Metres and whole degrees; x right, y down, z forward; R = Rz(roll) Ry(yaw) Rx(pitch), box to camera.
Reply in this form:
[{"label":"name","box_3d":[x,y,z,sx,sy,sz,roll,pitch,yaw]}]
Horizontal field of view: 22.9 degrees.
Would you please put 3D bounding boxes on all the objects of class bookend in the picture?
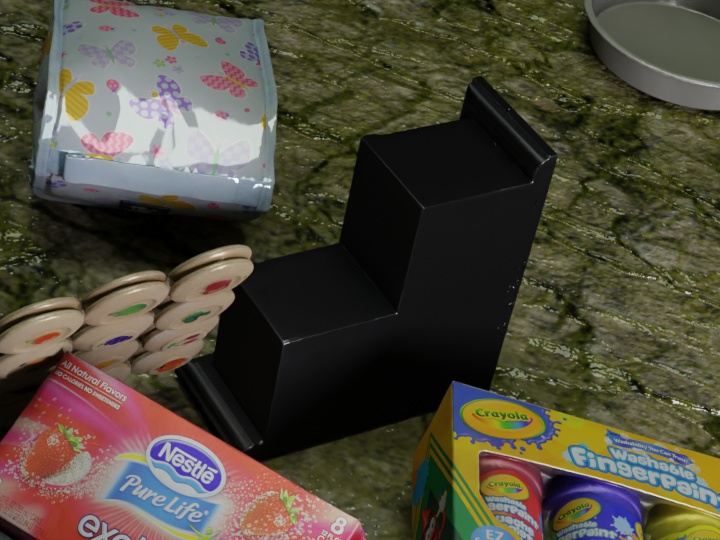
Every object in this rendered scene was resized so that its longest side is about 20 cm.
[{"label":"bookend","box_3d":[0.000,0.000,1.118,0.198,0.200,0.092,-14,46,-29]}]

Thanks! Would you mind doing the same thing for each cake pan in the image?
[{"label":"cake pan","box_3d":[0.292,-0.208,1.592,0.198,0.037,0.201,8,38,-7]}]

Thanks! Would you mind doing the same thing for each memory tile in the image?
[{"label":"memory tile","box_3d":[-0.147,0.042,1.025,0.152,0.200,0.017,-17,76,-21]}]

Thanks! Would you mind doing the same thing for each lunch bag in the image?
[{"label":"lunch bag","box_3d":[-0.150,-0.104,1.264,0.168,0.128,0.201,6,29,-13]}]

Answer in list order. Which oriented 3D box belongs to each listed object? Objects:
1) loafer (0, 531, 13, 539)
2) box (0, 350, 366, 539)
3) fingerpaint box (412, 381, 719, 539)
[{"label":"loafer","box_3d":[-0.152,0.208,0.926,0.199,0.072,0.063,29,59,29]},{"label":"box","box_3d":[-0.102,0.143,0.969,0.199,0.096,0.100,28,70,18]},{"label":"fingerpaint box","box_3d":[0.133,0.168,1.028,0.198,0.074,0.168,17,37,-10]}]
